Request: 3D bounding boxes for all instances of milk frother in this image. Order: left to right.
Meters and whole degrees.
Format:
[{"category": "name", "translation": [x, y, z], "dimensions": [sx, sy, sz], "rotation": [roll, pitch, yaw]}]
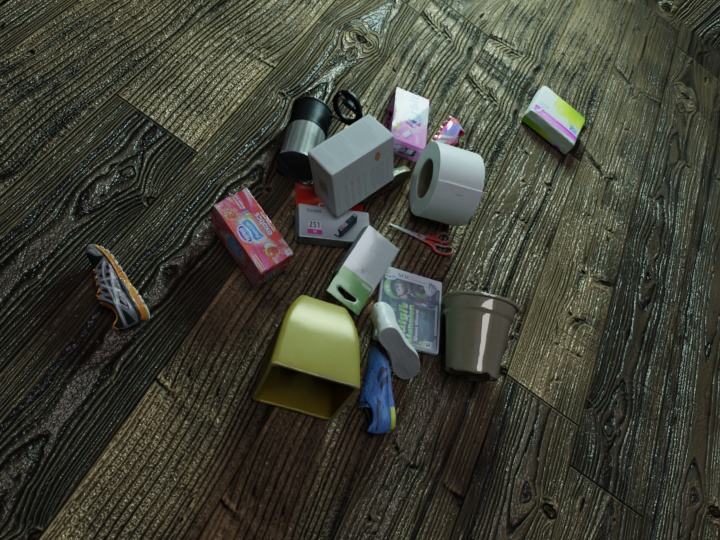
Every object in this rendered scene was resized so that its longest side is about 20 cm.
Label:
[{"category": "milk frother", "translation": [-0.104, -0.354, 1.459], "dimensions": [0.176, 0.200, 0.193], "rotation": [20, 61, -17]}]

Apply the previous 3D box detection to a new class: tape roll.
[{"category": "tape roll", "translation": [0.234, -0.236, 1.543], "dimensions": [0.135, 0.203, 0.208], "rotation": [11, 63, -17]}]

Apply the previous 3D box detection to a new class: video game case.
[{"category": "video game case", "translation": [0.125, 0.101, 1.448], "dimensions": [0.177, 0.023, 0.205], "rotation": [16, 62, -15]}]

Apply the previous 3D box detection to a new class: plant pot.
[{"category": "plant pot", "translation": [-0.107, 0.177, 1.226], "dimensions": [0.191, 0.195, 0.204], "rotation": [18, 52, -13]}, {"category": "plant pot", "translation": [0.286, 0.172, 1.400], "dimensions": [0.195, 0.200, 0.189], "rotation": [16, 73, -14]}]

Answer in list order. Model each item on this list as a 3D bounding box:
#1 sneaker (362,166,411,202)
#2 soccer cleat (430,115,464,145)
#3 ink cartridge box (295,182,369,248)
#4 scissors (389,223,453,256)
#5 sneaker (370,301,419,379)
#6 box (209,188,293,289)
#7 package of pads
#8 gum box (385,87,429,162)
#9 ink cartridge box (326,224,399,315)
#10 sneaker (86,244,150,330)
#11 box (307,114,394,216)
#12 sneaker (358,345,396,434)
[{"category": "sneaker", "translation": [0.050, -0.266, 1.558], "dimensions": [0.198, 0.068, 0.090], "rotation": [-31, 72, -35]}, {"category": "soccer cleat", "translation": [0.255, -0.390, 1.704], "dimensions": [0.076, 0.067, 0.202], "rotation": [38, 56, -7]}, {"category": "ink cartridge box", "translation": [-0.073, -0.150, 1.469], "dimensions": [0.194, 0.044, 0.179], "rotation": [5, 66, -20]}, {"category": "scissors", "translation": [0.172, -0.085, 1.557], "dimensions": [0.194, 0.014, 0.075], "rotation": [9, 66, -21]}, {"category": "sneaker", "translation": [0.083, 0.162, 1.347], "dimensions": [0.072, 0.203, 0.117], "rotation": [-22, 39, 4]}, {"category": "box", "translation": [-0.259, -0.075, 1.326], "dimensions": [0.099, 0.096, 0.202], "rotation": [-32, 82, -30]}, {"category": "package of pads", "translation": [0.666, -0.520, 1.929], "dimensions": [0.198, 0.068, 0.156], "rotation": [37, 59, -3]}, {"category": "gum box", "translation": [0.136, -0.429, 1.668], "dimensions": [0.110, 0.066, 0.205], "rotation": [16, 62, -16]}, {"category": "ink cartridge box", "translation": [0.000, 0.000, 1.402], "dimensions": [0.103, 0.059, 0.202], "rotation": [37, 74, -12]}, {"category": "sneaker", "translation": [-0.525, 0.033, 1.181], "dimensions": [0.076, 0.078, 0.202], "rotation": [-34, 81, -22]}, {"category": "box", "translation": [-0.019, -0.265, 1.420], "dimensions": [0.198, 0.154, 0.106], "rotation": [-35, 60, -19]}, {"category": "sneaker", "translation": [0.031, 0.274, 1.306], "dimensions": [0.076, 0.066, 0.206], "rotation": [0, 67, -18]}]
